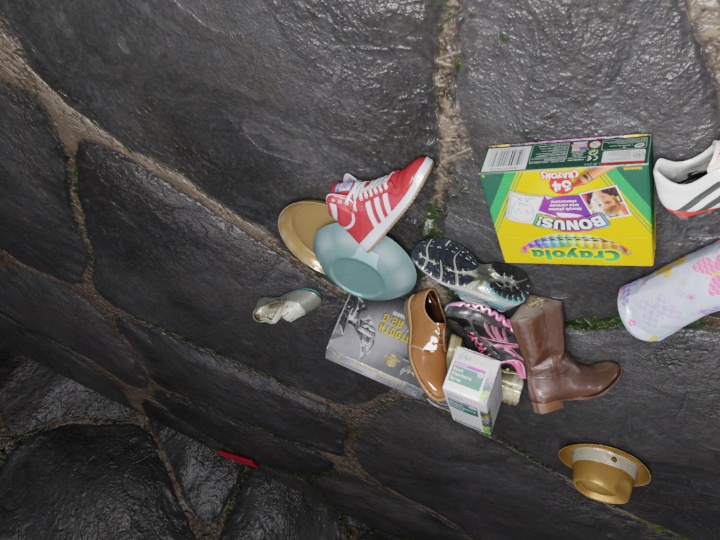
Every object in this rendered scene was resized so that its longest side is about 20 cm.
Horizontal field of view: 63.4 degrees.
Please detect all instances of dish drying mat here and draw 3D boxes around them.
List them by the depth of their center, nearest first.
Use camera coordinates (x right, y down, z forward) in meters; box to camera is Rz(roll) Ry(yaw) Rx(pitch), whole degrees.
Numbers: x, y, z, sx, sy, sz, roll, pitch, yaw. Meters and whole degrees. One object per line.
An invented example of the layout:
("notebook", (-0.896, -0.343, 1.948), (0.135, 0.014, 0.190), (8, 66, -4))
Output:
("dish drying mat", (-0.546, 0.843, 2.616), (0.196, 0.018, 0.077), (6, 142, 27))

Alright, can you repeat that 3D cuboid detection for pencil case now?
("pencil case", (0.441, 0.027, 0.773), (0.091, 0.083, 0.200), (51, 146, 2))

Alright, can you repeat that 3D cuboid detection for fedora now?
("fedora", (0.539, 0.461, 1.301), (0.197, 0.083, 0.202), (17, 147, 12))

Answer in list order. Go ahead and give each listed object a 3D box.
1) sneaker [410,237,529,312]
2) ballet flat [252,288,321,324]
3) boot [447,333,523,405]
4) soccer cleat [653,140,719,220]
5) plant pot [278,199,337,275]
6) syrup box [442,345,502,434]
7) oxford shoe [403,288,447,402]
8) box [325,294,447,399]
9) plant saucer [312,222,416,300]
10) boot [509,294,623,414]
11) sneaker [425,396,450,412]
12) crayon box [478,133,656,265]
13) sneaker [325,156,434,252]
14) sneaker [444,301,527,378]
("sneaker", (0.169, 0.019, 0.954), (0.197, 0.079, 0.087), (24, 150, 4))
("ballet flat", (-0.164, 0.087, 1.280), (0.197, 0.064, 0.068), (-10, 133, 42))
("boot", (0.245, 0.200, 1.152), (0.152, 0.074, 0.202), (10, 146, 23))
("soccer cleat", (0.417, -0.109, 0.621), (0.198, 0.070, 0.085), (-10, 138, 48))
("plant pot", (-0.053, -0.057, 1.043), (0.196, 0.028, 0.202), (17, 146, 12))
("syrup box", (0.201, 0.215, 1.027), (0.077, 0.083, 0.201), (16, 158, 22))
("oxford shoe", (0.126, 0.129, 1.036), (0.070, 0.204, 0.071), (3, 156, -34))
("box", (0.050, 0.129, 1.107), (0.197, 0.160, 0.049), (23, 147, 5))
("plant saucer", (0.000, 0.000, 1.026), (0.197, 0.039, 0.203), (18, 147, 12))
("boot", (0.348, 0.122, 0.982), (0.064, 0.183, 0.204), (-146, 36, -70))
("sneaker", (0.166, 0.257, 1.281), (0.086, 0.075, 0.200), (-18, 132, 39))
("crayon box", (0.272, -0.084, 0.758), (0.196, 0.059, 0.174), (2, 140, 31))
("sneaker", (0.020, -0.120, 0.868), (0.112, 0.071, 0.200), (39, 135, -2))
("sneaker", (0.231, 0.124, 1.027), (0.197, 0.097, 0.079), (26, 171, 2))
